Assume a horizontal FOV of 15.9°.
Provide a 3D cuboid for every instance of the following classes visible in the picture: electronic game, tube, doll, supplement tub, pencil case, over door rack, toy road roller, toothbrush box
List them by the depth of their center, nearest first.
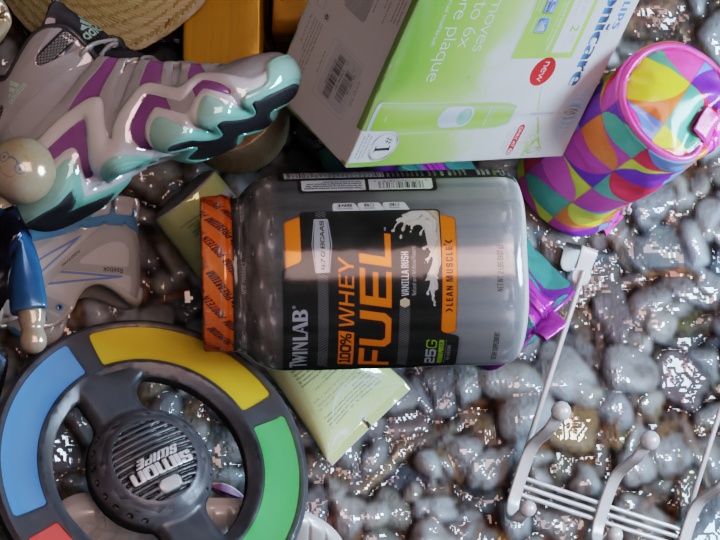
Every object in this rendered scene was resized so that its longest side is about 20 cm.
[{"bbox_3d":[-0.238,0.012,1.507,0.136,0.048,0.201,32,88,24],"label":"doll"},{"bbox_3d":[-0.128,0.121,1.570,0.198,0.042,0.201,8,60,-14],"label":"electronic game"},{"bbox_3d":[0.064,-0.148,1.587,0.199,0.146,0.086,-5,40,-45],"label":"toothbrush box"},{"bbox_3d":[0.000,0.000,1.593,0.198,0.123,0.124,-2,82,-4],"label":"supplement tub"},{"bbox_3d":[-0.041,-0.166,1.642,0.145,0.123,0.202,2,82,4],"label":"toy road roller"},{"bbox_3d":[-0.055,0.028,1.676,0.058,0.052,0.200,-35,101,20],"label":"tube"},{"bbox_3d":[0.173,-0.084,1.700,0.088,0.200,0.089,4,75,-14],"label":"pencil case"},{"bbox_3d":[0.055,-0.034,1.700,0.085,0.092,0.200,-41,98,-21],"label":"pencil case"},{"bbox_3d":[0.190,0.091,1.746,0.147,0.067,0.202,19,76,-18],"label":"over door rack"}]

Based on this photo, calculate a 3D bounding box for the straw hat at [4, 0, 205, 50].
[{"bbox_3d":[-0.176,-0.234,1.583,0.085,0.200,0.203,23,68,-61],"label":"straw hat"}]

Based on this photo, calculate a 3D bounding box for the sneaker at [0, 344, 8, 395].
[{"bbox_3d":[-0.288,0.105,1.556,0.077,0.076,0.200,35,57,11],"label":"sneaker"}]

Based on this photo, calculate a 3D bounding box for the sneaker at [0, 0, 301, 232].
[{"bbox_3d":[-0.144,-0.124,1.547,0.199,0.078,0.141,-24,79,8],"label":"sneaker"}]

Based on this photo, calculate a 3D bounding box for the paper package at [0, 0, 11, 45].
[{"bbox_3d":[-0.303,-0.117,1.498,0.190,0.200,0.104,-43,99,-5],"label":"paper package"}]

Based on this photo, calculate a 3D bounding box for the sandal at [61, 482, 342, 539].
[{"bbox_3d":[-0.101,0.162,1.630,0.201,0.083,0.050,13,35,-24],"label":"sandal"}]

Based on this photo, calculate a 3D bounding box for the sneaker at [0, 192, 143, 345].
[{"bbox_3d":[-0.222,0.009,1.595,0.199,0.075,0.087,-10,85,-21],"label":"sneaker"}]
